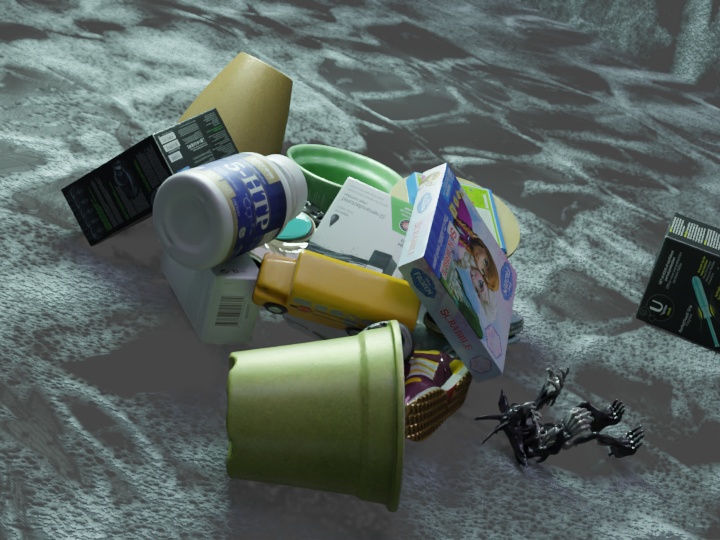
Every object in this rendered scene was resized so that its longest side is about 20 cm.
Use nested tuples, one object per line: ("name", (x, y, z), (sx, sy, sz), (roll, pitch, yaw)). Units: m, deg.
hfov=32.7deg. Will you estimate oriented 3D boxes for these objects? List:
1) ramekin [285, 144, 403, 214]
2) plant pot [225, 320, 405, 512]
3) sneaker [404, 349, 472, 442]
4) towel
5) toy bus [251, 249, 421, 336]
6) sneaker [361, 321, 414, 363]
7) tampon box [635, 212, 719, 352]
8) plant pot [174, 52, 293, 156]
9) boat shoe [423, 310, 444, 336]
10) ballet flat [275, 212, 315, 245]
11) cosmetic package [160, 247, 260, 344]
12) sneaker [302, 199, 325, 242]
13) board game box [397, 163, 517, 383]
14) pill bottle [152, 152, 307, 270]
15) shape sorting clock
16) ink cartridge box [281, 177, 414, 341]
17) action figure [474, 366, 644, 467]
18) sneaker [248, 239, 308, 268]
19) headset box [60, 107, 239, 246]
("ramekin", (-0.033, -0.115, 1.929), (0.197, 0.099, 0.201), (15, 21, -6))
("plant pot", (-0.052, 0.154, 1.309), (0.181, 0.203, 0.201), (0, 26, -4))
("sneaker", (0.066, 0.148, 1.507), (0.089, 0.076, 0.199), (24, 18, 22))
("towel", (0.115, 0.064, 1.732), (0.198, 0.049, 0.170), (-11, 33, -44))
("toy bus", (-0.029, 0.030, 1.503), (0.197, 0.078, 0.066), (17, 65, -7))
("sneaker", (-0.030, 0.122, 1.454), (0.197, 0.077, 0.079), (-17, -12, -4))
("tampon box", (0.558, 0.025, 1.943), (0.197, 0.152, 0.126), (22, 26, 13))
("plant pot", (-0.190, -0.223, 1.884), (0.184, 0.202, 0.186), (27, 2, -1))
("boat shoe", (0.141, 0.031, 1.678), (0.072, 0.066, 0.200), (21, 26, 14))
("ballet flat", (-0.157, -0.062, 1.791), (0.197, 0.071, 0.070), (11, 24, 13))
("cosmetic package", (-0.197, 0.002, 1.609), (0.073, 0.103, 0.200), (3, 30, -27))
("sneaker", (-0.051, -0.039, 1.807), (0.198, 0.080, 0.075), (30, 18, 28))
("board game box", (0.128, 0.001, 1.556), (0.041, 0.200, 0.201), (-20, 31, 28))
("pill bottle", (-0.156, -0.083, 1.547), (0.119, 0.121, 0.199), (26, 28, 22))
("shape sorting clock", (0.133, -0.073, 1.754), (0.197, 0.040, 0.202), (15, 38, -12))
("ink cartridge box", (0.000, 0.000, 1.619), (0.145, 0.083, 0.202), (24, 68, 17))
("action figure", (0.244, 0.179, 1.507), (0.197, 0.103, 0.120), (6, 38, -23))
("sneaker", (-0.109, 0.001, 1.727), (0.197, 0.071, 0.076), (14, 49, -6))
("headset box", (-0.294, -0.129, 1.719), (0.094, 0.198, 0.174), (62, 29, -6))
